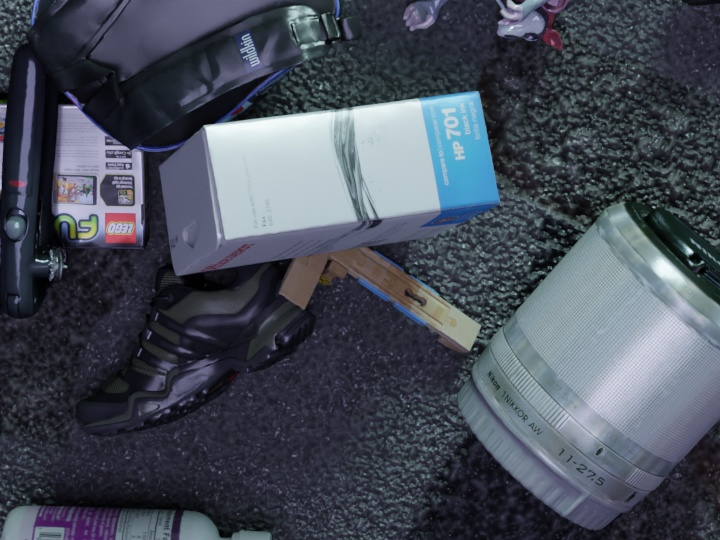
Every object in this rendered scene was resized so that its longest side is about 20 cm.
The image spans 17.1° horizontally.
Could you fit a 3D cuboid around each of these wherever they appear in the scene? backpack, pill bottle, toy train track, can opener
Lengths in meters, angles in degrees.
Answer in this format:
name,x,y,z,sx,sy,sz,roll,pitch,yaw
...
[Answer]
name,x,y,z,sx,sy,sz,roll,pitch,yaw
backpack,-0.128,-0.184,1.649,0.190,0.154,0.200,-40,95,4
pill bottle,-0.166,0.234,1.792,0.199,0.112,0.113,2,106,0
toy train track,0.000,0.000,1.756,0.200,0.033,0.115,34,65,-17
can opener,-0.238,-0.063,1.693,0.078,0.063,0.201,8,107,-1

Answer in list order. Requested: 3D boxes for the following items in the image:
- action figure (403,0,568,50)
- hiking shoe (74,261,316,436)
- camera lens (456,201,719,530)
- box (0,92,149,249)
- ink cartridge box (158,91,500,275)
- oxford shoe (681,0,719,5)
name,x,y,z,sx,sy,sz,roll,pitch,yaw
action figure,0.098,-0.237,1.665,0.149,0.134,0.200,-53,134,-18
hiking shoe,-0.132,0.049,1.767,0.199,0.076,0.101,-29,82,13
camera lens,0.186,0.064,1.712,0.160,0.160,0.200,39,103,-10
box,-0.255,-0.073,1.742,0.199,0.035,0.111,1,106,0
ink cartridge box,-0.024,-0.059,1.648,0.199,0.146,0.086,-7,84,-19
oxford shoe,0.306,-0.250,1.674,0.199,0.073,0.085,-28,89,6
